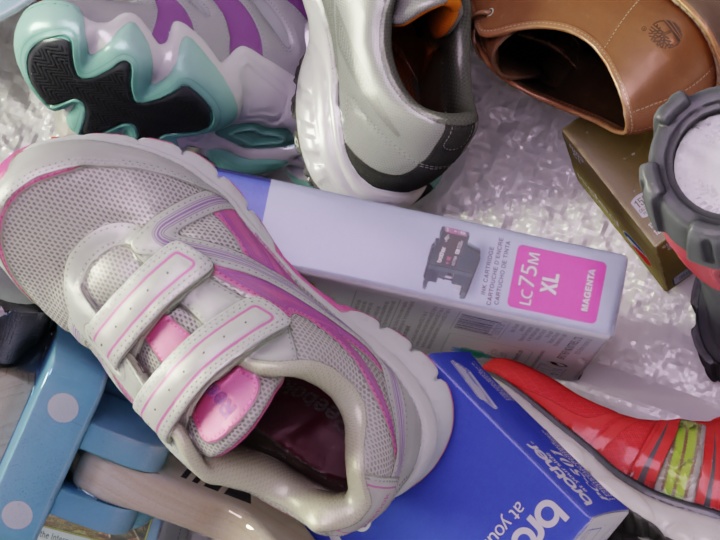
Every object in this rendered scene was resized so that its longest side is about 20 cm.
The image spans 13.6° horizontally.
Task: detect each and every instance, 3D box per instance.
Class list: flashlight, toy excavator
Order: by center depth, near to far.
[{"bbox_3d":[0.147,-0.010,1.159,0.068,0.200,0.068,40,83,19],"label":"flashlight"},{"bbox_3d":[-0.086,0.073,1.171,0.199,0.195,0.100,20,108,-12],"label":"toy excavator"}]

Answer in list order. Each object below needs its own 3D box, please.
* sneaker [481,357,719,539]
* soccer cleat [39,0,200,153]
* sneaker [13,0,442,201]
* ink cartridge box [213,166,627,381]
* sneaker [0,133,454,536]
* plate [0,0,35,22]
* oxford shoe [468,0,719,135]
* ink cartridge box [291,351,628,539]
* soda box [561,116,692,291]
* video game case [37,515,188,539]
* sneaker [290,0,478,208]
[{"bbox_3d":[0.133,0.087,1.213,0.199,0.077,0.085,29,60,16],"label":"sneaker"},{"bbox_3d":[-0.097,-0.090,1.305,0.077,0.069,0.201,7,66,-17],"label":"soccer cleat"},{"bbox_3d":[-0.052,-0.113,1.262,0.078,0.199,0.141,-28,52,47],"label":"sneaker"},{"bbox_3d":[0.000,0.000,1.202,0.199,0.119,0.042,10,79,-1],"label":"ink cartridge box"},{"bbox_3d":[-0.053,0.024,1.102,0.200,0.088,0.081,34,109,-5],"label":"sneaker"},{"bbox_3d":[-0.179,-0.174,1.254,0.199,0.026,0.201,-13,53,17],"label":"plate"},{"bbox_3d":[0.064,-0.113,1.222,0.071,0.072,0.200,-32,42,-23],"label":"oxford shoe"},{"bbox_3d":[0.005,0.136,1.185,0.094,0.044,0.200,44,107,19],"label":"ink cartridge box"},{"bbox_3d":[0.184,-0.082,1.248,0.200,0.064,0.068,-36,69,-3],"label":"soda box"},{"bbox_3d":[-0.188,0.152,1.250,0.199,0.045,0.182,13,75,14],"label":"video game case"},{"bbox_3d":[0.008,-0.126,1.211,0.074,0.079,0.201,-2,72,-38],"label":"sneaker"}]
